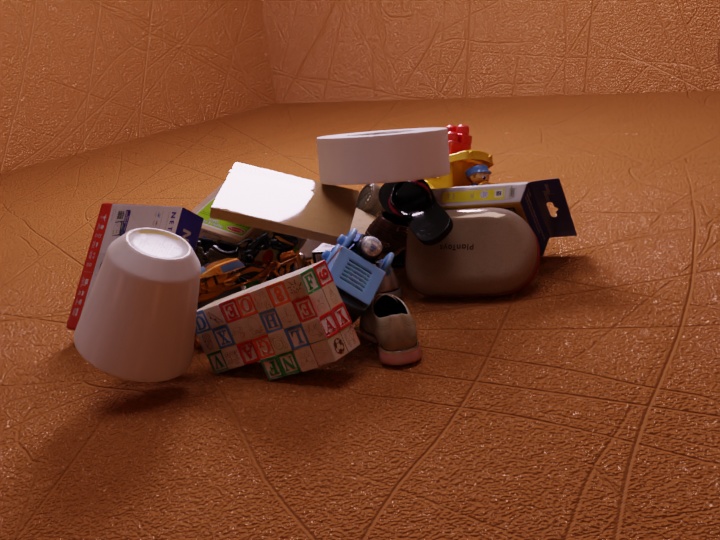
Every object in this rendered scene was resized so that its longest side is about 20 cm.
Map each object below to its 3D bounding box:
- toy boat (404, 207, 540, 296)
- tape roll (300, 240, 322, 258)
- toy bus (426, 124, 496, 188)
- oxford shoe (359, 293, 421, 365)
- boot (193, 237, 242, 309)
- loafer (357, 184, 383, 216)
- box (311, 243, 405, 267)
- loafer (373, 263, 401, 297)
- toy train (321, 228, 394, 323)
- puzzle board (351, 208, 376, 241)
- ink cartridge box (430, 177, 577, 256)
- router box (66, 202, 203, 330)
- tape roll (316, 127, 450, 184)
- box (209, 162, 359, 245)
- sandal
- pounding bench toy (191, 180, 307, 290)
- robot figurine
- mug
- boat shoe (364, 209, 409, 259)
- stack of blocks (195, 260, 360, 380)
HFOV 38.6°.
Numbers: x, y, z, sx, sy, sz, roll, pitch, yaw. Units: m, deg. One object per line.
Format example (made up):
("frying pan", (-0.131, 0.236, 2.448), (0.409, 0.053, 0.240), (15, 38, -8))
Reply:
("toy boat", (0.172, -0.019, 1.542), (0.199, 0.131, 0.131), (-1, -12, 22))
("tape roll", (-0.143, -0.056, 1.913), (0.202, 0.037, 0.203), (-7, 15, 2))
("toy bus", (0.174, -0.162, 1.810), (0.135, 0.193, 0.200), (8, 3, -44))
("oxford shoe", (0.039, 0.060, 1.361), (0.071, 0.074, 0.200), (-10, 16, -11))
("boot", (-0.255, 0.012, 1.555), (0.199, 0.132, 0.070), (1, 19, 26))
("loafer", (0.011, -0.098, 1.868), (0.067, 0.076, 0.200), (20, -17, -13))
("box", (0.029, -0.035, 1.764), (0.199, 0.035, 0.110), (-2, 17, 20))
("loafer", (0.000, 0.000, 1.605), (0.072, 0.063, 0.200), (-16, 18, -27))
("toy train", (-0.029, 0.025, 1.371), (0.114, 0.087, 0.200), (-60, 7, -32))
("puzzle board", (-0.020, -0.068, 1.690), (0.150, 0.017, 0.200), (26, 22, 24))
("ink cartridge box", (0.224, -0.075, 1.604), (0.199, 0.047, 0.198), (-1, -24, 21))
("router box", (-0.334, 0.003, 1.517), (0.179, 0.201, 0.049), (4, -15, 36))
("tape roll", (0.034, -0.174, 1.551), (0.202, 0.071, 0.202), (-5, 10, 1))
("box", (-0.107, -0.098, 1.511), (0.199, 0.021, 0.164), (13, 30, 0))
("sandal", (0.077, -0.102, 1.520), (0.075, 0.045, 0.200), (-42, 32, 2))
("pounding bench toy", (-0.147, -0.029, 1.595), (0.200, 0.156, 0.124), (17, 48, 31))
("robot figurine", (-0.156, 0.031, 1.452), (0.199, 0.145, 0.058), (-21, 25, -13))
("mug", (-0.277, 0.024, 1.278), (0.149, 0.154, 0.186), (-8, 36, -44))
("boat shoe", (0.065, -0.072, 1.648), (0.070, 0.071, 0.200), (26, 21, 12))
("stack of blocks", (-0.111, 0.074, 1.300), (0.200, 0.115, 0.059), (-19, 7, 36))
